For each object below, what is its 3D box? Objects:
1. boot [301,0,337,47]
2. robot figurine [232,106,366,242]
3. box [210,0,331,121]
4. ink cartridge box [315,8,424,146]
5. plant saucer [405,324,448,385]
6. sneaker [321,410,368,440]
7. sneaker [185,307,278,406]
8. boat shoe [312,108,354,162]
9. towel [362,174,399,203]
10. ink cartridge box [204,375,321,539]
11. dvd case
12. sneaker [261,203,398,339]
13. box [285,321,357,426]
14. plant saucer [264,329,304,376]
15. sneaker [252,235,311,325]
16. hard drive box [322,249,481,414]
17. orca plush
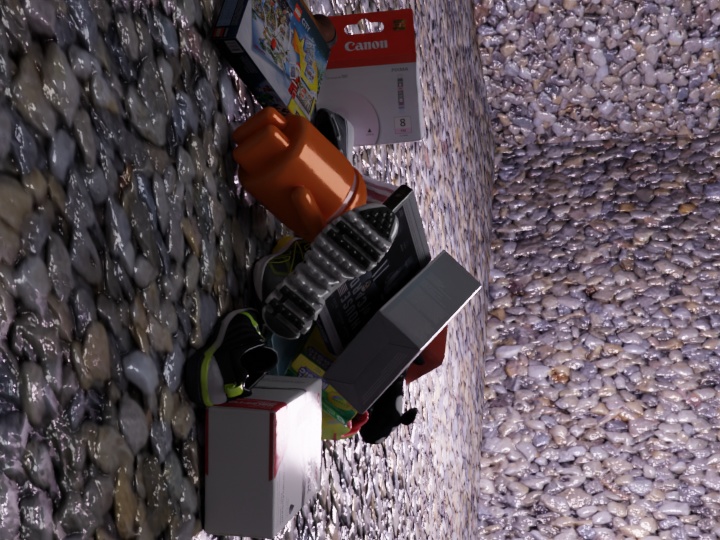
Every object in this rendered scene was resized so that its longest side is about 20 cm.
[{"bbox_3d":[-0.100,-0.391,1.531,0.188,0.068,0.200,-48,130,-54],"label":"boot"},{"bbox_3d":[-0.071,-0.110,1.379,0.200,0.144,0.117,42,77,-35],"label":"robot figurine"},{"bbox_3d":[-0.106,-0.280,1.393,0.200,0.038,0.137,52,46,-53],"label":"box"},{"bbox_3d":[0.010,-0.294,1.733,0.057,0.162,0.201,-67,152,-71],"label":"ink cartridge box"},{"bbox_3d":[0.057,0.103,1.768,0.037,0.199,0.200,37,40,-24],"label":"plant saucer"},{"bbox_3d":[-0.029,0.215,1.641,0.200,0.090,0.078,-17,102,-78],"label":"sneaker"},{"bbox_3d":[-0.127,0.101,1.253,0.200,0.083,0.072,-62,147,-65],"label":"sneaker"},{"bbox_3d":[-0.046,-0.147,1.669,0.068,0.072,0.201,28,58,-54],"label":"boat shoe"},{"bbox_3d":[0.030,-0.059,1.872,0.030,0.146,0.200,-23,115,-32],"label":"towel"},{"bbox_3d":[-0.108,0.209,1.299,0.200,0.084,0.145,-23,114,-77],"label":"ink cartridge box"},{"bbox_3d":[0.012,0.001,1.482,0.200,0.025,0.150,-46,145,-20],"label":"dvd case"},{"bbox_3d":[-0.038,-0.006,1.337,0.075,0.200,0.081,47,4,-5],"label":"sneaker"},{"bbox_3d":[-0.036,0.132,1.581,0.048,0.117,0.200,-49,-174,27],"label":"box"},{"bbox_3d":[-0.097,0.075,1.529,0.200,0.019,0.070,-64,149,-62],"label":"plant saucer"},{"bbox_3d":[-0.083,0.005,1.455,0.200,0.084,0.075,-68,152,-60],"label":"sneaker"},{"bbox_3d":[0.058,0.082,1.522,0.156,0.077,0.200,-51,173,37],"label":"hard drive box"},{"bbox_3d":[0.037,0.198,1.676,0.200,0.105,0.071,-52,177,37],"label":"orca plush"}]
